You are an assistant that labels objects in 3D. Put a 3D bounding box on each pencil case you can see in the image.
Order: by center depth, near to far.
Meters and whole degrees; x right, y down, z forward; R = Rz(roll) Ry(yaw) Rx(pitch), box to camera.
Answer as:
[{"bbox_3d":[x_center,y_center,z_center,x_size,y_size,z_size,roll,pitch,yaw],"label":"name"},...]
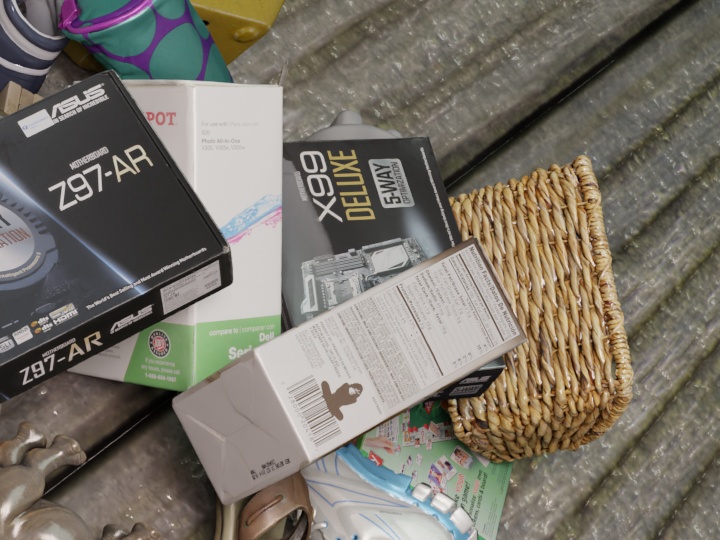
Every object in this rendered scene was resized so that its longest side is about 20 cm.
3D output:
[{"bbox_3d":[-0.149,-0.145,1.419,0.200,0.092,0.086,62,19,-51],"label":"pencil case"}]

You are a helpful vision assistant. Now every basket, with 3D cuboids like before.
[{"bbox_3d":[0.144,0.037,1.495,0.143,0.148,0.201,38,39,-61],"label":"basket"}]

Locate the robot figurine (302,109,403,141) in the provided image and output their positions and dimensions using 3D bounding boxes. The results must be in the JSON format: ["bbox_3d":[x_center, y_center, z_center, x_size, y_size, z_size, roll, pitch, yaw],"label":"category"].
[{"bbox_3d":[-0.007,-0.035,1.525,0.169,0.113,0.201,21,43,-16],"label":"robot figurine"}]

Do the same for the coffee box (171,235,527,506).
[{"bbox_3d":[-0.005,0.063,1.235,0.199,0.114,0.080,-26,87,-39],"label":"coffee box"}]

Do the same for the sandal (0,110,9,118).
[{"bbox_3d":[-0.234,-0.047,1.336,0.200,0.082,0.055,39,3,-22],"label":"sandal"}]

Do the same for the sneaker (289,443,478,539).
[{"bbox_3d":[-0.021,0.167,1.334,0.199,0.075,0.087,26,48,13],"label":"sneaker"}]

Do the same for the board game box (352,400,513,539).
[{"bbox_3d":[0.047,0.166,1.471,0.134,0.029,0.201,37,39,-13],"label":"board game box"}]

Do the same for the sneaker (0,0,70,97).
[{"bbox_3d":[-0.290,-0.214,1.407,0.200,0.108,0.070,50,36,4],"label":"sneaker"}]

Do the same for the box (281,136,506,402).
[{"bbox_3d":[0.000,0.000,1.393,0.157,0.050,0.201,-3,61,-26],"label":"box"}]

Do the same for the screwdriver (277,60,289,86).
[{"bbox_3d":[-0.083,-0.065,1.475,0.028,0.029,0.201,18,73,-17],"label":"screwdriver"}]

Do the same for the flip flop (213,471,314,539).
[{"bbox_3d":[-0.063,0.172,1.265,0.081,0.057,0.201,38,60,-51],"label":"flip flop"}]

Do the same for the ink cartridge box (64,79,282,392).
[{"bbox_3d":[-0.127,-0.028,1.300,0.087,0.145,0.202,-6,98,-43],"label":"ink cartridge box"}]

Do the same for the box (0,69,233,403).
[{"bbox_3d":[-0.201,-0.017,1.184,0.199,0.044,0.161,-27,63,-16],"label":"box"}]

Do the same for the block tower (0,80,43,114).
[{"bbox_3d":[-0.195,-0.065,1.416,0.199,0.054,0.058,27,41,-26],"label":"block tower"}]

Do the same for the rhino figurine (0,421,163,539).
[{"bbox_3d":[-0.169,0.191,1.206,0.200,0.060,0.087,48,56,-2],"label":"rhino figurine"}]

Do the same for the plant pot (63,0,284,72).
[{"bbox_3d":[-0.159,-0.260,1.522,0.195,0.194,0.201,11,59,-39],"label":"plant pot"}]
